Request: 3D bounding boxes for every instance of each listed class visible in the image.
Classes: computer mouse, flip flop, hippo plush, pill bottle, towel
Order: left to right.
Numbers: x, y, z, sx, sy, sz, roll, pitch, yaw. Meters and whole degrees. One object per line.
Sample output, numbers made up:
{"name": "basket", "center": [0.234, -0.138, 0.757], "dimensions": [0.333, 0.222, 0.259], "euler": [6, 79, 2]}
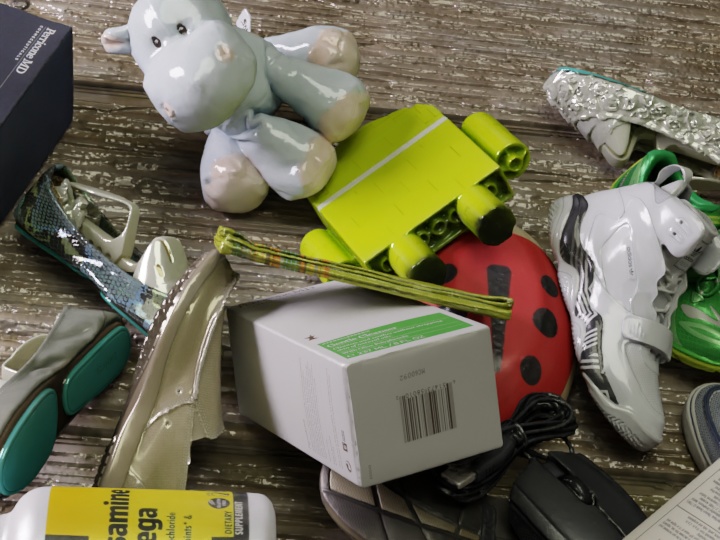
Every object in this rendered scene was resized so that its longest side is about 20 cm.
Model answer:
{"name": "pill bottle", "center": [-0.154, 0.190, 1.073], "dimensions": [0.198, 0.113, 0.113], "euler": [2, 51, -7]}
{"name": "hippo plush", "center": [-0.092, -0.160, 1.302], "dimensions": [0.159, 0.161, 0.201], "euler": [-28, 58, 8]}
{"name": "towel", "center": [0.000, 0.000, 1.165], "dimensions": [0.199, 0.086, 0.018], "euler": [14, 94, -9]}
{"name": "flip flop", "center": [0.062, 0.174, 1.163], "dimensions": [0.199, 0.058, 0.082], "euler": [19, 57, -15]}
{"name": "computer mouse", "center": [0.147, 0.173, 1.136], "dimensions": [0.138, 0.053, 0.201], "euler": [-24, 77, -43]}

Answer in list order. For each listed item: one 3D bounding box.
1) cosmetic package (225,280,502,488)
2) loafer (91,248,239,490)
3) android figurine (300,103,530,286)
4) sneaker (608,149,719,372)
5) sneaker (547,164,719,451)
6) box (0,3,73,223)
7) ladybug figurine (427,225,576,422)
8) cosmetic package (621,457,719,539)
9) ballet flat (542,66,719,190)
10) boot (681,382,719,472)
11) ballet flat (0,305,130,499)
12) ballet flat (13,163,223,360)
{"name": "cosmetic package", "center": [-0.002, 0.069, 1.145], "dimensions": [0.107, 0.085, 0.200], "euler": [-14, 16, -24]}
{"name": "loafer", "center": [-0.120, 0.084, 1.169], "dimensions": [0.068, 0.076, 0.201], "euler": [23, 81, -12]}
{"name": "android figurine", "center": [0.034, -0.056, 1.301], "dimensions": [0.182, 0.041, 0.200], "euler": [-37, 35, -5]}
{"name": "sneaker", "center": [0.242, -0.008, 1.312], "dimensions": [0.074, 0.084, 0.201], "euler": [-5, 53, -25]}
{"name": "sneaker", "center": [0.209, 0.021, 1.247], "dimensions": [0.114, 0.075, 0.201], "euler": [-23, 65, 23]}
{"name": "box", "center": [-0.336, -0.113, 1.291], "dimensions": [0.181, 0.104, 0.201], "euler": [21, 51, 9]}
{"name": "ladybug figurine", "center": [0.094, 0.039, 1.261], "dimensions": [0.135, 0.072, 0.201], "euler": [4, 51, -6]}
{"name": "cosmetic package", "center": [0.192, 0.206, 1.046], "dimensions": [0.200, 0.071, 0.105], "euler": [-37, 25, -8]}
{"name": "ballet flat", "center": [0.238, -0.107, 1.408], "dimensions": [0.199, 0.072, 0.072], "euler": [18, 51, 6]}
{"name": "boot", "center": [0.298, 0.140, 1.201], "dimensions": [0.072, 0.091, 0.200], "euler": [-19, 57, -22]}
{"name": "ballet flat", "center": [-0.219, 0.086, 1.159], "dimensions": [0.063, 0.068, 0.200], "euler": [13, 30, 14]}
{"name": "ballet flat", "center": [-0.167, -0.009, 1.251], "dimensions": [0.200, 0.074, 0.074], "euler": [35, 54, 17]}
